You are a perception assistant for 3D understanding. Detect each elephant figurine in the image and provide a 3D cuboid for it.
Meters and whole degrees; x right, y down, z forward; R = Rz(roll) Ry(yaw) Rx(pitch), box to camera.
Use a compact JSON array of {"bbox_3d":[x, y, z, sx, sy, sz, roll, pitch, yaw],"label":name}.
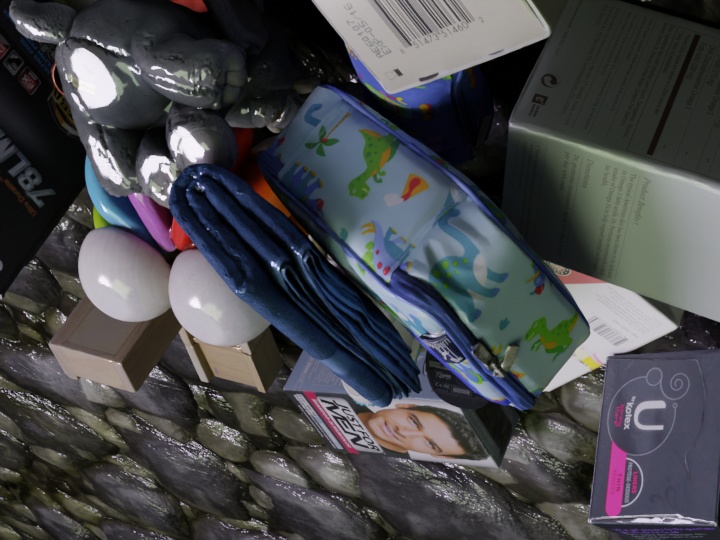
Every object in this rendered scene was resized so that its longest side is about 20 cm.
[{"bbox_3d":[-0.097,-0.133,0.822,0.139,0.200,0.157,2,119,28],"label":"elephant figurine"}]

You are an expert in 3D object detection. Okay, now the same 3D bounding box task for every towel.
[{"bbox_3d":[-0.034,0.010,0.768,0.112,0.049,0.200,46,-179,35],"label":"towel"}]

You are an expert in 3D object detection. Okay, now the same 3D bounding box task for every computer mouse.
[{"bbox_3d":[0.081,0.031,0.905,0.058,0.034,0.202,13,139,8],"label":"computer mouse"}]

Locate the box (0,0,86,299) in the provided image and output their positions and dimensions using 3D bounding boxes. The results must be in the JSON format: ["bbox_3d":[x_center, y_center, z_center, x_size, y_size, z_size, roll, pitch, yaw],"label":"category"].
[{"bbox_3d":[-0.289,-0.118,0.947,0.049,0.200,0.201,-2,137,39],"label":"box"}]

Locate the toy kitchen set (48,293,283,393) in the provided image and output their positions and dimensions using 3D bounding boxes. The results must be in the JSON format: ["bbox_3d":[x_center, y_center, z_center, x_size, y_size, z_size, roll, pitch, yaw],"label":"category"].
[{"bbox_3d":[-0.200,0.065,1.151,0.161,0.182,0.202,11,140,27],"label":"toy kitchen set"}]

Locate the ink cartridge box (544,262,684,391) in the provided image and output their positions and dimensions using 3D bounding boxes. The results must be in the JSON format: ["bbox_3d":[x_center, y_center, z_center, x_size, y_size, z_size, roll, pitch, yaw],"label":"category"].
[{"bbox_3d":[0.138,0.018,0.930,0.116,0.068,0.200,36,146,-12],"label":"ink cartridge box"}]

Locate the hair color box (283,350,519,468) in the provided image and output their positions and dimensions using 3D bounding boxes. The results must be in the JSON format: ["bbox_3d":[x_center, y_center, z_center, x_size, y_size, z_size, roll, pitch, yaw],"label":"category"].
[{"bbox_3d":[0.036,0.123,1.163,0.198,0.061,0.099,-1,137,38],"label":"hair color box"}]

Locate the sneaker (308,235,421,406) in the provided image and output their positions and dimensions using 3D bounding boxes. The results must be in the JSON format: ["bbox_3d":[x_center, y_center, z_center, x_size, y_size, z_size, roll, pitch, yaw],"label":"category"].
[{"bbox_3d":[0.000,0.000,0.900,0.076,0.080,0.204,14,106,43],"label":"sneaker"}]

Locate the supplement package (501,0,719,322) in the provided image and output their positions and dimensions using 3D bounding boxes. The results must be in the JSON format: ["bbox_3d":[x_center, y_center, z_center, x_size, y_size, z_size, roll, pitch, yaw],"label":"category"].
[{"bbox_3d":[0.193,-0.059,0.731,0.197,0.118,0.118,20,148,15],"label":"supplement package"}]

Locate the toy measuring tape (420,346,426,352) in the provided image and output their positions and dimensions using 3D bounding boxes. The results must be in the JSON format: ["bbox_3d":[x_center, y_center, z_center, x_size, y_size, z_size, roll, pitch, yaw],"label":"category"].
[{"bbox_3d":[0.005,0.032,1.022,0.073,0.074,0.200,36,170,-12],"label":"toy measuring tape"}]

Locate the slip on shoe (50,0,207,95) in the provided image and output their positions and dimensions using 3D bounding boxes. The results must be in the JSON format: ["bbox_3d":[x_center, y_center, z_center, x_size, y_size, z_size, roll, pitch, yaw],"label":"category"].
[{"bbox_3d":[-0.159,-0.175,0.895,0.074,0.062,0.199,44,140,-20],"label":"slip on shoe"}]

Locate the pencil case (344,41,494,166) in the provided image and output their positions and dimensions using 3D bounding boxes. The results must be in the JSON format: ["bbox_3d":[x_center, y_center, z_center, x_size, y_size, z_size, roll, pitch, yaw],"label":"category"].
[{"bbox_3d":[0.038,-0.119,0.746,0.087,0.078,0.200,39,175,14],"label":"pencil case"}]

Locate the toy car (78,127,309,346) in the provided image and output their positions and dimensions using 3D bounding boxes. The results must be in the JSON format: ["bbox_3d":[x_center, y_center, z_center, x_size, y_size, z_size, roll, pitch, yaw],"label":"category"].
[{"bbox_3d":[-0.120,-0.055,0.927,0.197,0.176,0.151,12,144,25],"label":"toy car"}]

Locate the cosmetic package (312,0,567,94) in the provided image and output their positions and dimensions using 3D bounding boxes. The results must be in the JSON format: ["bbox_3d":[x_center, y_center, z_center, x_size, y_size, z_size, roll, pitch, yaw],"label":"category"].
[{"bbox_3d":[0.064,-0.185,0.579,0.103,0.202,0.073,-13,131,45],"label":"cosmetic package"}]

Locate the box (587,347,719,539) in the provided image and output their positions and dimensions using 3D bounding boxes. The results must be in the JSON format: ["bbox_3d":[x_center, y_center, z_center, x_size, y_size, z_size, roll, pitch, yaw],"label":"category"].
[{"bbox_3d":[0.264,0.145,0.904,0.105,0.124,0.199,-8,153,43],"label":"box"}]

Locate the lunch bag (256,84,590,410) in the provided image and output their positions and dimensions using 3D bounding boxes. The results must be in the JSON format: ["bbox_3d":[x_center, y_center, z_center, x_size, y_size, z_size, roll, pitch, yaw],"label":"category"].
[{"bbox_3d":[0.037,-0.011,0.746,0.200,0.083,0.161,42,179,39],"label":"lunch bag"}]

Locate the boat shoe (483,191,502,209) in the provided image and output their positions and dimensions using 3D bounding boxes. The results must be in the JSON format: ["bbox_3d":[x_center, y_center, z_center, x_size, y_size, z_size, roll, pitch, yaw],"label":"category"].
[{"bbox_3d":[0.039,-0.028,0.939,0.063,0.073,0.199,41,151,-25],"label":"boat shoe"}]
